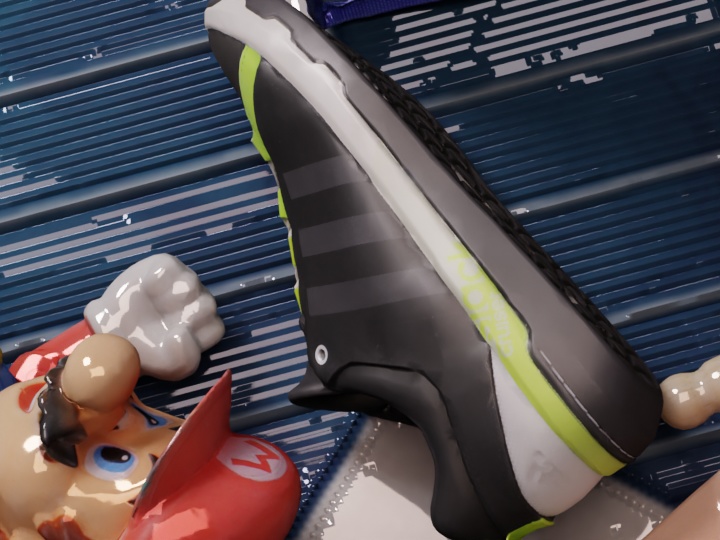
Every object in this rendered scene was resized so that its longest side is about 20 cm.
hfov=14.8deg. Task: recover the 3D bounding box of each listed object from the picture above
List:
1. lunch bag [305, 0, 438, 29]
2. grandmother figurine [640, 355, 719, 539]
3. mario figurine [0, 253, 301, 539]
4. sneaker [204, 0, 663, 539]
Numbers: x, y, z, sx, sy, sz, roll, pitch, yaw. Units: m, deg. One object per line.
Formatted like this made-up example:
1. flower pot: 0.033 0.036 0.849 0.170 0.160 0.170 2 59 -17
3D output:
1. lunch bag: 0.016 -0.191 0.789 0.127 0.200 0.170 -14 69 0
2. grandmother figurine: 0.137 0.062 0.766 0.121 0.061 0.200 44 82 8
3. mario figurine: -0.110 0.031 0.773 0.200 0.106 0.123 17 73 12
4. sneaker: 0.000 0.000 0.789 0.083 0.072 0.200 -44 61 9
